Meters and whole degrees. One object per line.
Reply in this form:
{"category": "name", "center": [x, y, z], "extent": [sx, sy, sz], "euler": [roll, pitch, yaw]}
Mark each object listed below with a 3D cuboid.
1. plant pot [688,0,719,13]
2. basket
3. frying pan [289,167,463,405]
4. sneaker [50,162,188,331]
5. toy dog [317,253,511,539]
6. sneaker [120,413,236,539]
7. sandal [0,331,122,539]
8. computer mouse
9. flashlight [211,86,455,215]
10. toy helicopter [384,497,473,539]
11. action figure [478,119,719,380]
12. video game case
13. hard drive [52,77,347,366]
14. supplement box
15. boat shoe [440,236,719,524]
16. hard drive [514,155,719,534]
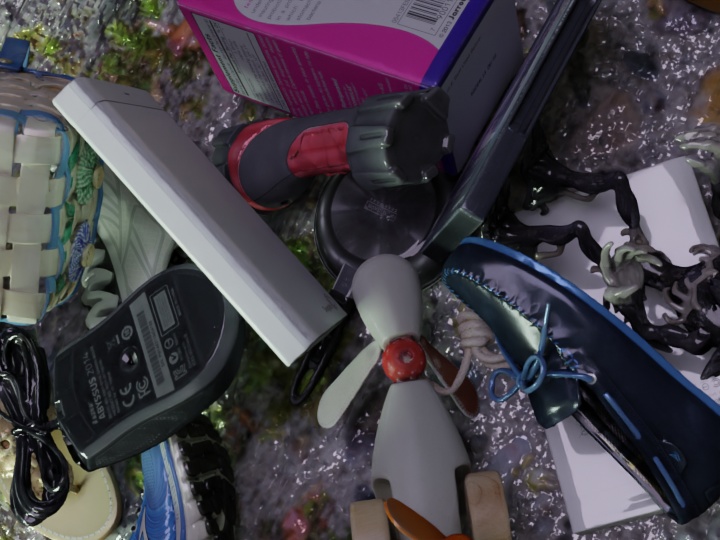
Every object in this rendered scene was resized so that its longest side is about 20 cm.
{"category": "plant pot", "center": [0.243, -0.279, 0.699], "extent": [0.199, 0.183, 0.202], "euler": [-6, 73, 19]}
{"category": "basket", "center": [-0.238, -0.051, 0.775], "extent": [0.138, 0.200, 0.178], "euler": [5, 107, -18]}
{"category": "frying pan", "center": [-0.009, -0.013, 0.812], "extent": [0.190, 0.031, 0.115], "euler": [-41, 65, 3]}
{"category": "sneaker", "center": [-0.168, -0.030, 0.858], "extent": [0.081, 0.075, 0.201], "euler": [-20, 73, 2]}
{"category": "toy dog", "center": [0.035, 0.100, 0.733], "extent": [0.131, 0.096, 0.201], "euler": [11, 67, 5]}
{"category": "sneaker", "center": [-0.129, 0.172, 0.778], "extent": [0.089, 0.079, 0.201], "euler": [-16, 71, 13]}
{"category": "sandal", "center": [-0.256, 0.110, 0.847], "extent": [0.078, 0.070, 0.212], "euler": [-45, 65, 5]}
{"category": "computer mouse", "center": [-0.145, 0.066, 0.759], "extent": [0.199, 0.053, 0.139], "euler": [-29, 60, 21]}
{"category": "flashlight", "center": [-0.025, -0.071, 0.759], "extent": [0.199, 0.068, 0.068], "euler": [3, 107, 56]}
{"category": "toy helicopter", "center": [0.045, 0.182, 0.649], "extent": [0.079, 0.199, 0.133], "euler": [54, 129, 41]}
{"category": "action figure", "center": [0.167, -0.015, 0.671], "extent": [0.199, 0.102, 0.119], "euler": [23, 63, 27]}
{"category": "video game case", "center": [0.099, -0.105, 0.723], "extent": [0.019, 0.143, 0.201], "euler": [28, 80, -1]}
{"category": "hard drive", "center": [-0.091, -0.032, 0.731], "extent": [0.027, 0.132, 0.200], "euler": [-42, 88, 9]}
{"category": "supplement box", "center": [-0.005, -0.158, 0.797], "extent": [0.199, 0.104, 0.102], "euler": [24, 70, 24]}
{"category": "boat shoe", "center": [0.121, 0.060, 0.658], "extent": [0.200, 0.084, 0.069], "euler": [37, 78, 12]}
{"category": "hard drive", "center": [0.166, 0.044, 0.728], "extent": [0.131, 0.026, 0.201], "euler": [-19, 70, 15]}
